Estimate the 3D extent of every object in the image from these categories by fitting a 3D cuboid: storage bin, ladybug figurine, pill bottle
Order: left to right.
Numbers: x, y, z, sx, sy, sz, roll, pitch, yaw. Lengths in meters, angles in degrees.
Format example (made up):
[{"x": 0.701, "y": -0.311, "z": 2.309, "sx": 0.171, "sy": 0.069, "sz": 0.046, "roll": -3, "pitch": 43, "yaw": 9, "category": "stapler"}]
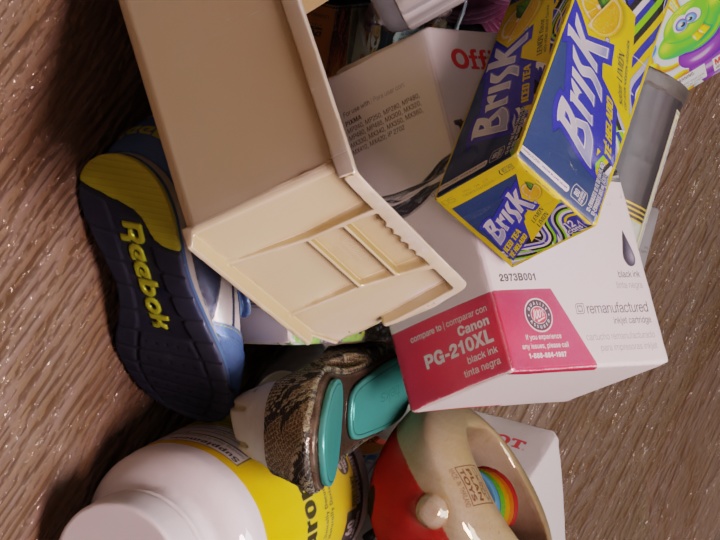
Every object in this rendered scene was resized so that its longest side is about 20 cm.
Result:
[{"x": -0.084, "y": 0.142, "z": 1.572, "sx": 0.200, "sy": 0.111, "sz": 0.112, "roll": -24, "pitch": 125, "yaw": -60, "category": "pill bottle"}, {"x": -0.039, "y": -0.085, "z": 1.436, "sx": 0.199, "sy": 0.093, "sz": 0.201, "roll": 42, "pitch": 26, "yaw": -64, "category": "storage bin"}, {"x": 0.055, "y": 0.143, "z": 1.644, "sx": 0.136, "sy": 0.072, "sz": 0.200, "roll": 65, "pitch": 12, "yaw": 14, "category": "ladybug figurine"}]

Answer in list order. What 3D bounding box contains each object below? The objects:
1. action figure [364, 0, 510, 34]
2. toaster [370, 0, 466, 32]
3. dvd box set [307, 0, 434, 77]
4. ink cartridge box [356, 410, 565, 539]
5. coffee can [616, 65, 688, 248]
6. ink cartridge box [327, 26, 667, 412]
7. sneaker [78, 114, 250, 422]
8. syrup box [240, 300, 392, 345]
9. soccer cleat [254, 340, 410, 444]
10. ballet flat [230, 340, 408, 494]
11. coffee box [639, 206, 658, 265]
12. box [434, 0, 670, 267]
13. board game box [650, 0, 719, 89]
[{"x": 0.083, "y": -0.196, "z": 1.692, "sx": 0.150, "sy": 0.133, "sz": 0.200, "roll": -85, "pitch": -160, "yaw": -48, "category": "action figure"}, {"x": 0.037, "y": -0.239, "z": 1.529, "sx": 0.114, "sy": 0.128, "sz": 0.201, "roll": -92, "pitch": 158, "yaw": -70, "category": "toaster"}, {"x": -0.010, "y": -0.068, "z": 1.715, "sx": 0.146, "sy": 0.029, "sz": 0.202, "roll": -13, "pitch": 115, "yaw": -63, "category": "dvd box set"}, {"x": 0.027, "y": 0.199, "z": 1.810, "sx": 0.200, "sy": 0.146, "sz": 0.145, "roll": -51, "pitch": 147, "yaw": -44, "category": "ink cartridge box"}, {"x": 0.111, "y": -0.040, "z": 1.787, "sx": 0.146, "sy": 0.145, "sz": 0.201, "roll": 23, "pitch": 83, "yaw": -66, "category": "coffee can"}, {"x": 0.077, "y": -0.030, "z": 1.588, "sx": 0.144, "sy": 0.084, "sz": 0.201, "roll": -1, "pitch": 72, "yaw": -47, "category": "ink cartridge box"}, {"x": -0.092, "y": -0.002, "z": 1.520, "sx": 0.201, "sy": 0.073, "sz": 0.082, "roll": 83, "pitch": 29, "yaw": -42, "category": "sneaker"}, {"x": 0.000, "y": 0.000, "z": 1.629, "sx": 0.199, "sy": 0.081, "sz": 0.079, "roll": -1, "pitch": 91, "yaw": -47, "category": "syrup box"}, {"x": 0.015, "y": 0.067, "z": 1.746, "sx": 0.199, "sy": 0.069, "sz": 0.078, "roll": -3, "pitch": 142, "yaw": -51, "category": "soccer cleat"}, {"x": -0.029, "y": 0.079, "z": 1.550, "sx": 0.200, "sy": 0.075, "sz": 0.068, "roll": -33, "pitch": 126, "yaw": -72, "category": "ballet flat"}, {"x": 0.138, "y": -0.008, "z": 2.020, "sx": 0.200, "sy": 0.079, "sz": 0.115, "roll": 12, "pitch": 92, "yaw": -67, "category": "coffee box"}, {"x": 0.109, "y": -0.102, "z": 1.536, "sx": 0.064, "sy": 0.070, "sz": 0.201, "roll": 39, "pitch": 48, "yaw": -22, "category": "box"}, {"x": 0.177, "y": -0.209, "z": 1.915, "sx": 0.103, "sy": 0.105, "sz": 0.200, "roll": -30, "pitch": 145, "yaw": -5, "category": "board game box"}]
